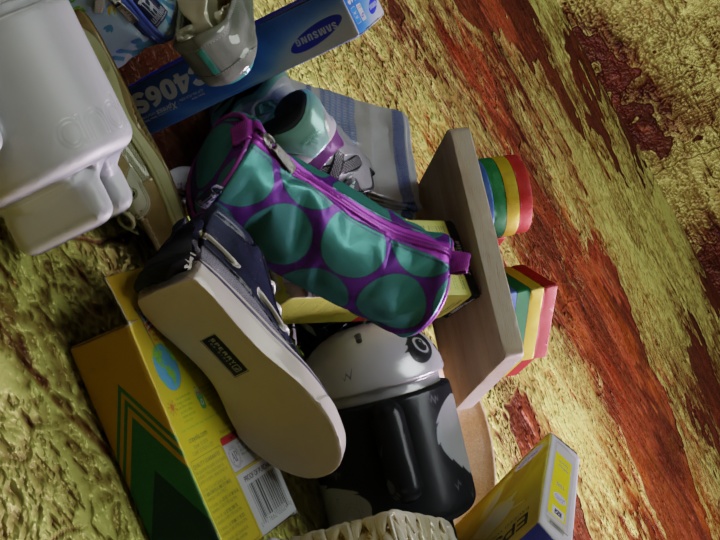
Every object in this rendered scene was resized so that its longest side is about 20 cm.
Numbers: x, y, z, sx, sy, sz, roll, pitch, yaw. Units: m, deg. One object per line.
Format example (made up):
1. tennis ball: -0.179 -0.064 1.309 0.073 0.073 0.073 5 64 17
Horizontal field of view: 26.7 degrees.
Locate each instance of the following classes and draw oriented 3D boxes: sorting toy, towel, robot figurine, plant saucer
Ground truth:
1. sorting toy: 0.111 0.000 1.324 0.199 0.069 0.201 117 -37 -70
2. towel: -0.040 -0.123 1.360 0.199 0.024 0.147 16 41 -19
3. robot figurine: -0.215 -0.112 0.924 0.200 0.113 0.170 64 10 -8
4. robot figurine: 0.024 0.141 1.211 0.125 0.150 0.201 -15 92 -41
5. plant saucer: 0.068 0.176 1.395 0.200 0.035 0.201 32 53 -55

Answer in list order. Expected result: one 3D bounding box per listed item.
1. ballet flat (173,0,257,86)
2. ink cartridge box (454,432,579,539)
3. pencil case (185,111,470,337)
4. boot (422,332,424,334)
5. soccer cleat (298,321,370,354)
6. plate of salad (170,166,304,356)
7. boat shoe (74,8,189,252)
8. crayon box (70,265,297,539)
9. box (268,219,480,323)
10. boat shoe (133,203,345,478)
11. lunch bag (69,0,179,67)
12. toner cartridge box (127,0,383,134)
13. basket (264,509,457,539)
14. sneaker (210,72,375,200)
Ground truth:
1. ballet flat: -0.114 -0.224 1.144 0.064 0.067 0.200 43 28 -42
2. ink cartridge box: 0.091 0.245 1.193 0.047 0.198 0.200 41 23 -4
3. pencil case: -0.027 -0.031 1.089 0.200 0.092 0.085 29 44 -21
4. boot: 0.041 0.031 1.511 0.186 0.064 0.200 41 27 -54
5. soccer cleat: -0.032 0.023 1.290 0.081 0.067 0.201 -81 146 -86
6. plate of salad: -0.095 0.006 1.196 0.200 0.048 0.200 51 25 -36
7. boat shoe: -0.178 -0.083 1.077 0.201 0.063 0.073 65 -8 -17
8. crayon box: -0.122 0.095 1.022 0.201 0.051 0.127 67 19 1
9. box: 0.000 0.000 1.194 0.200 0.050 0.075 -1 63 -42
10. boat shoe: -0.068 0.044 1.029 0.200 0.074 0.093 55 29 -27
11. lunch bag: -0.209 -0.261 1.157 0.161 0.082 0.200 47 26 -37
12. toner cartridge box: -0.085 -0.171 1.193 0.043 0.199 0.095 63 20 -13
13. basket: 0.015 0.274 1.066 0.135 0.123 0.201 26 43 -62
14. sneaker: -0.045 -0.090 1.247 0.140 0.078 0.200 48 0 -26
